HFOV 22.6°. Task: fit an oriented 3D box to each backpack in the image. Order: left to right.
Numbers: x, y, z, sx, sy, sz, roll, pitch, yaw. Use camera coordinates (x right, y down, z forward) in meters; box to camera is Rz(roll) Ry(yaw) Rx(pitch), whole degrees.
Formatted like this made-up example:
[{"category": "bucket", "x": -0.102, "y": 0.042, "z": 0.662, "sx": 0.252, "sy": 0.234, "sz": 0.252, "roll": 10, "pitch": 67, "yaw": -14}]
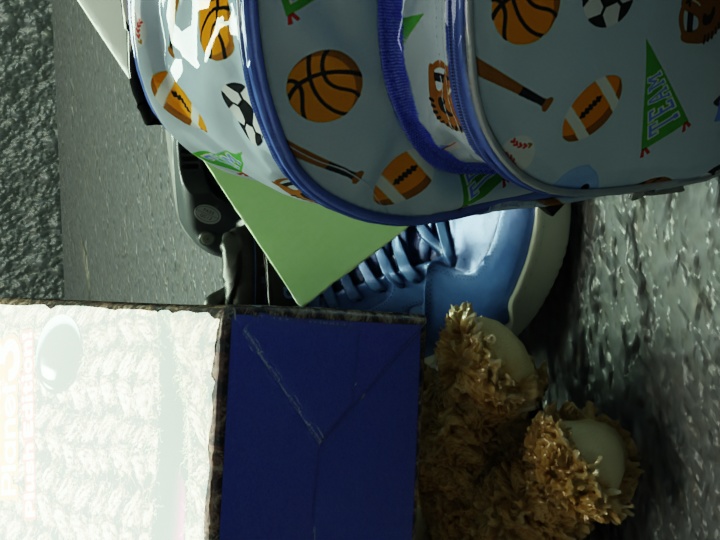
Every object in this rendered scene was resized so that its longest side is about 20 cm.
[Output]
[{"category": "backpack", "x": 0.028, "y": -0.097, "z": 0.544, "sx": 0.154, "sy": 0.190, "sz": 0.201, "roll": 18, "pitch": 114, "yaw": 57}]

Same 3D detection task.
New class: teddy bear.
[{"category": "teddy bear", "x": 0.050, "y": 0.090, "z": 0.727, "sx": 0.145, "sy": 0.067, "sz": 0.200, "roll": 49, "pitch": 157, "yaw": -1}]

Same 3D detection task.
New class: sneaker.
[{"category": "sneaker", "x": 0.000, "y": 0.001, "z": 0.779, "sx": 0.200, "sy": 0.111, "sz": 0.077, "roll": -39, "pitch": 50, "yaw": 54}]

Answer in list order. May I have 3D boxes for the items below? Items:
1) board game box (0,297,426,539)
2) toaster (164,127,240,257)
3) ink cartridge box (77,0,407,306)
[{"category": "board game box", "x": -0.077, "y": 0.092, "z": 0.715, "sx": 0.200, "sy": 0.097, "sz": 0.160, "roll": -1, "pitch": 86, "yaw": 50}, {"category": "toaster", "x": -0.042, "y": -0.112, "z": 0.877, "sx": 0.129, "sy": 0.113, "sz": 0.201, "roll": -114, "pitch": 25, "yaw": -58}, {"category": "ink cartridge box", "x": -0.026, "y": -0.107, "z": 0.738, "sx": 0.200, "sy": 0.145, "sz": 0.048, "roll": 55, "pitch": -175, "yaw": 29}]
